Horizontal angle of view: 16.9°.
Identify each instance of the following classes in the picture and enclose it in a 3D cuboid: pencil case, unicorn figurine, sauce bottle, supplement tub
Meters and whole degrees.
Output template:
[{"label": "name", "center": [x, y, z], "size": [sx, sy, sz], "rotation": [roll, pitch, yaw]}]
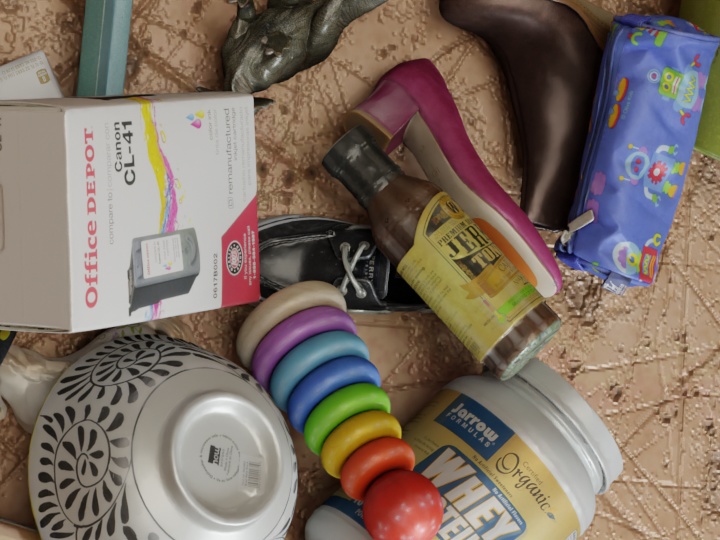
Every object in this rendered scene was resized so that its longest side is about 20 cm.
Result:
[{"label": "pencil case", "center": [0.194, -0.085, 1.737], "size": [0.086, 0.078, 0.202], "rotation": [12, 94, -40]}, {"label": "unicorn figurine", "center": [-0.193, 0.088, 1.659], "size": [0.199, 0.074, 0.138], "rotation": [-32, 100, -34]}, {"label": "sauce bottle", "center": [0.052, -0.015, 1.679], "size": [0.065, 0.065, 0.200], "rotation": [-41, 82, -16]}, {"label": "supplement tub", "center": [0.074, 0.166, 1.710], "size": [0.200, 0.145, 0.145], "rotation": [-43, 103, -16]}]

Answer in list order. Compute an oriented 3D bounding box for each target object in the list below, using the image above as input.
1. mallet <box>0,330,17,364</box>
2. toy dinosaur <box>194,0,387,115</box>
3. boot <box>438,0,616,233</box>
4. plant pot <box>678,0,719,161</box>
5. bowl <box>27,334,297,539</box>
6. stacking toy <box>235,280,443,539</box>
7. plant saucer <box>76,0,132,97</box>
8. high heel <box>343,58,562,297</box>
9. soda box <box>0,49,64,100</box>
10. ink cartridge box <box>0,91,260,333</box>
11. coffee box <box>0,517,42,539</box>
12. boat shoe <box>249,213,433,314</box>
[{"label": "mallet", "center": [-0.221, 0.036, 1.599], "size": [0.066, 0.041, 0.201], "rotation": [36, 32, -19]}, {"label": "toy dinosaur", "center": [-0.052, -0.166, 1.707], "size": [0.077, 0.102, 0.200], "rotation": [40, 63, 10]}, {"label": "boot", "center": [0.134, -0.117, 1.776], "size": [0.199, 0.072, 0.168], "rotation": [14, 82, -23]}, {"label": "plant pot", "center": [0.307, -0.174, 1.801], "size": [0.186, 0.187, 0.201], "rotation": [23, 95, -18]}, {"label": "bowl", "center": [-0.110, 0.132, 1.599], "size": [0.200, 0.094, 0.202], "rotation": [10, 72, -32]}, {"label": "stacking toy", "center": [-0.005, 0.106, 1.642], "size": [0.085, 0.086, 0.201], "rotation": [-22, 60, -19]}, {"label": "plant saucer", "center": [-0.180, -0.116, 1.667], "size": [0.019, 0.070, 0.202], "rotation": [5, 87, 9]}, {"label": "high heel", "center": [0.084, -0.069, 1.736], "size": [0.200, 0.068, 0.096], "rotation": [40, 51, 12]}, {"label": "soda box", "center": [-0.294, -0.079, 1.618], "size": [0.199, 0.068, 0.064], "rotation": [-26, 98, -19]}, {"label": "ink cartridge box", "center": [-0.156, -0.041, 1.594], "size": [0.199, 0.085, 0.149], "rotation": [-11, 101, -56]}, {"label": "coffee box", "center": [-0.219, 0.233, 1.634], "size": [0.199, 0.080, 0.115], "rotation": [20, 82, -19]}, {"label": "boat shoe", "center": [0.000, 0.000, 1.726], "size": [0.198, 0.068, 0.072], "rotation": [8, 86, -20]}]
